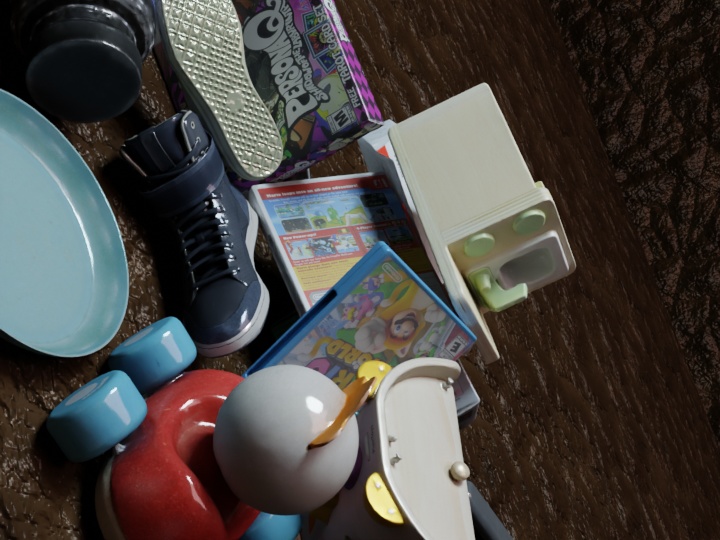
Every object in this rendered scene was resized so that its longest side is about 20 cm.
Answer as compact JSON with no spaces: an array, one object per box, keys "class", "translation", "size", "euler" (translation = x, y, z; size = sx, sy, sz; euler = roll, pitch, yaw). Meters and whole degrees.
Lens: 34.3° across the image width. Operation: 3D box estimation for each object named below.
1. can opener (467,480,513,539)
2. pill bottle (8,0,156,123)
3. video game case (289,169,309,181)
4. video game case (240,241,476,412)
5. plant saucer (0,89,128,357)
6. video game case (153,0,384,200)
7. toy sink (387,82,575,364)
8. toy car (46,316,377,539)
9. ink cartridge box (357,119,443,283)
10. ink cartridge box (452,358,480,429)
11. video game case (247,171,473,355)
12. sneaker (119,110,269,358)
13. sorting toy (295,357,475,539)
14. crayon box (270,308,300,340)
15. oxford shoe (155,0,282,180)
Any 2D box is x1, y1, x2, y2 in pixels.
[{"class":"can opener","translation":[0.146,0.311,1.238],"size":[0.201,0.052,0.067],"euler":[57,23,-16]},{"class":"pill bottle","translation":[-0.216,-0.217,0.911],"size":[0.112,0.111,0.202],"euler":[39,32,-47]},{"class":"video game case","translation":[-0.096,-0.193,1.177],"size":[0.182,0.023,0.202],"euler":[96,-27,-78]},{"class":"video game case","translation":[-0.014,0.086,0.935],"size":[0.143,0.200,0.018],"euler":[43,4,-42]},{"class":"plant saucer","translation":[-0.232,-0.031,0.785],"size":[0.200,0.027,0.201],"euler":[50,26,-35]},{"class":"video game case","translation":[-0.092,-0.181,1.062],"size":[0.036,0.180,0.202],"euler":[-1,67,-62]},{"class":"toy sink","translation":[0.118,-0.042,1.049],"size":[0.131,0.111,0.201],"euler":[55,14,-54]},{"class":"toy car","translation":[-0.064,0.112,0.778],"size":[0.185,0.199,0.177],"euler":[60,22,-11]},{"class":"ink cartridge box","translation":[0.056,-0.061,1.177],"size":[0.200,0.047,0.161],"euler":[-127,-164,-73]},{"class":"ink cartridge box","translation":[0.057,0.061,1.164],"size":[0.201,0.057,0.163],"euler":[61,-3,13]},{"class":"video game case","translation":[-0.002,-0.001,1.029],"size":[0.142,0.018,0.201],"euler":[-8,58,-29]},{"class":"sneaker","translation":[-0.135,-0.037,0.925],"size":[0.203,0.076,0.147],"euler":[-103,168,-52]},{"class":"sorting toy","translation":[-0.002,0.182,0.881],"size":[0.106,0.180,0.201],"euler":[23,39,-26]},{"class":"crayon box","translation":[0.001,0.114,1.114],"size":[0.201,0.058,0.119],"euler":[63,21,-4]},{"class":"oxford shoe","translation":[-0.128,-0.169,0.992],"size":[0.075,0.058,0.202],"euler":[-32,110,-25]}]
